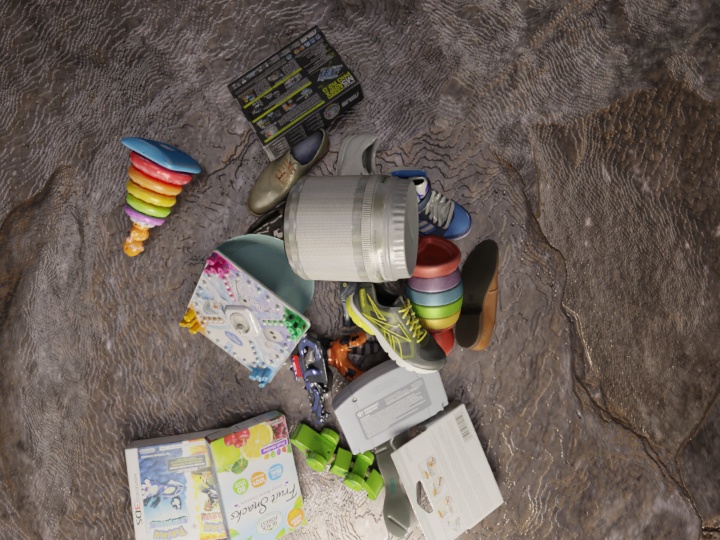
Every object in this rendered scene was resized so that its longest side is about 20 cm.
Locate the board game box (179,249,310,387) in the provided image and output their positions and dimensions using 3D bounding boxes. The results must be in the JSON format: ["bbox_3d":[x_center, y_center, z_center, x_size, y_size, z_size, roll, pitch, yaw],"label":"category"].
[{"bbox_3d":[-0.205,0.091,0.918,0.198,0.026,0.201,37,130,-2],"label":"board game box"}]

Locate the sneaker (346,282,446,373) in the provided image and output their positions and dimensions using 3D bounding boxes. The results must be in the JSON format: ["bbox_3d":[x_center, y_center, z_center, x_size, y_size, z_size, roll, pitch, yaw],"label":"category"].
[{"bbox_3d":[0.065,0.090,0.888,0.198,0.075,0.085,36,130,5],"label":"sneaker"}]

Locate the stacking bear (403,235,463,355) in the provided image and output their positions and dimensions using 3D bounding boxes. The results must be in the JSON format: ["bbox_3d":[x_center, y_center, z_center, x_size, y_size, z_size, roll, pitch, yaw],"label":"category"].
[{"bbox_3d":[0.126,0.062,0.947,0.120,0.112,0.206,-26,121,-35],"label":"stacking bear"}]

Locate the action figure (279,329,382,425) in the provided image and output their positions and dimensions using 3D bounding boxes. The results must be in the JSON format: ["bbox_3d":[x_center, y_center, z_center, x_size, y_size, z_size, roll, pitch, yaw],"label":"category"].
[{"bbox_3d":[-0.050,0.176,0.977,0.187,0.105,0.206,3,119,3],"label":"action figure"}]

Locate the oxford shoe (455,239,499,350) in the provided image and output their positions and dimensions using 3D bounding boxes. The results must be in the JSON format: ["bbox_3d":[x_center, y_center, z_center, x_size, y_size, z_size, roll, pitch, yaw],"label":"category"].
[{"bbox_3d":[0.225,0.046,0.994,0.070,0.070,0.206,19,81,-41],"label":"oxford shoe"}]

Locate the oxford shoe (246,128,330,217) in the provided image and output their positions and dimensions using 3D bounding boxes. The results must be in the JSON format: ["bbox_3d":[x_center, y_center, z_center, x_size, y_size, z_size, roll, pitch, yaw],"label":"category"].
[{"bbox_3d":[-0.133,-0.180,0.953,0.070,0.074,0.201,40,89,-3],"label":"oxford shoe"}]

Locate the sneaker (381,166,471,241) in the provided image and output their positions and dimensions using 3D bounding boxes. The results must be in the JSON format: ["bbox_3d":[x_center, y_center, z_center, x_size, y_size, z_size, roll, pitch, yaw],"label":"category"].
[{"bbox_3d":[0.116,-0.115,0.930,0.195,0.147,0.083,20,82,-2],"label":"sneaker"}]

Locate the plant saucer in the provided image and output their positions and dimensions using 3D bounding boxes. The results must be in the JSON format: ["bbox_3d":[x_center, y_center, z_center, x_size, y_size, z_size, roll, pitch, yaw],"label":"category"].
[{"bbox_3d":[-0.177,0.015,0.945,0.194,0.039,0.206,-2,125,-2],"label":"plant saucer"}]

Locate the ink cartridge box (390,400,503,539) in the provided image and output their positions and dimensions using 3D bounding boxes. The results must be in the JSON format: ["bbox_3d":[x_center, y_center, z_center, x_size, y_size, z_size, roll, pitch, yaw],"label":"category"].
[{"bbox_3d":[0.153,0.372,0.974,0.170,0.043,0.205,-25,94,-21],"label":"ink cartridge box"}]

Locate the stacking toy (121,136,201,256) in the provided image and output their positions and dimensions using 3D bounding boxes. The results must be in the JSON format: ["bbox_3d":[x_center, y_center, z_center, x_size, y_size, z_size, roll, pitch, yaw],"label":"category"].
[{"bbox_3d":[-0.369,-0.119,0.938,0.114,0.110,0.205,25,101,12],"label":"stacking toy"}]

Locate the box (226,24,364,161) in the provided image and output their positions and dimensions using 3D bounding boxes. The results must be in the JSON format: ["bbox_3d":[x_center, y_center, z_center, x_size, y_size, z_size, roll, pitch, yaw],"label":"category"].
[{"bbox_3d":[-0.114,-0.310,0.935,0.197,0.044,0.162,-34,68,-1],"label":"box"}]

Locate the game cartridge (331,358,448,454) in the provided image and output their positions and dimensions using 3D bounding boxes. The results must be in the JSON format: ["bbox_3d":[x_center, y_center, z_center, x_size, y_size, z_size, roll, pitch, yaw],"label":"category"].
[{"bbox_3d":[0.052,0.226,0.942,0.196,0.041,0.136,-25,120,-8],"label":"game cartridge"}]

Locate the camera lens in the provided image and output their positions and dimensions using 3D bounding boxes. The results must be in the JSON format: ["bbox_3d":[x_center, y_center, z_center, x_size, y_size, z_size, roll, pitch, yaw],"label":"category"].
[{"bbox_3d":[-0.015,-0.065,0.840,0.193,0.160,0.166,2,92,15],"label":"camera lens"}]

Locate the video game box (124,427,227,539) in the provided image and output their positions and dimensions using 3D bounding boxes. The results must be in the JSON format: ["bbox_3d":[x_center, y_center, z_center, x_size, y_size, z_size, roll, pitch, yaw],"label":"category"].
[{"bbox_3d":[-0.314,0.394,0.974,0.193,0.047,0.189,-7,94,-3],"label":"video game box"}]

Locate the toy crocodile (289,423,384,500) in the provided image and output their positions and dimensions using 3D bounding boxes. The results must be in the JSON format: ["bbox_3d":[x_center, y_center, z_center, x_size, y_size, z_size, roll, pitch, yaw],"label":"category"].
[{"bbox_3d":[-0.041,0.349,0.984,0.196,0.062,0.068,30,48,-3],"label":"toy crocodile"}]

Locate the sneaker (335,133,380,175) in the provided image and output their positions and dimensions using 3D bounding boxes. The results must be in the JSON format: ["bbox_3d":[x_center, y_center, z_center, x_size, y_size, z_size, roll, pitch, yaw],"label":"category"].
[{"bbox_3d":[-0.009,-0.142,0.939,0.074,0.087,0.207,12,85,-41],"label":"sneaker"}]

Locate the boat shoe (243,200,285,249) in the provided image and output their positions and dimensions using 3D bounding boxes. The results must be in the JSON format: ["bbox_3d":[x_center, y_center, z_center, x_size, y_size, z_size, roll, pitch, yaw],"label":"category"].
[{"bbox_3d":[-0.127,-0.088,0.961,0.196,0.065,0.073,-30,92,-3],"label":"boat shoe"}]

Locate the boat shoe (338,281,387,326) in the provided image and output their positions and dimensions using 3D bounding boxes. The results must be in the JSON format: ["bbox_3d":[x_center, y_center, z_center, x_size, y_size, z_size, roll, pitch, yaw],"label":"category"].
[{"bbox_3d":[0.000,0.000,0.967,0.088,0.071,0.207,-6,93,-5],"label":"boat shoe"}]

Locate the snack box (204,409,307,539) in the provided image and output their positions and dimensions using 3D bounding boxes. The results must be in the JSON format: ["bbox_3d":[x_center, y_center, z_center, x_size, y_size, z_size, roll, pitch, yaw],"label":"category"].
[{"bbox_3d":[-0.183,0.372,0.951,0.139,0.053,0.207,-13,93,-29],"label":"snack box"}]

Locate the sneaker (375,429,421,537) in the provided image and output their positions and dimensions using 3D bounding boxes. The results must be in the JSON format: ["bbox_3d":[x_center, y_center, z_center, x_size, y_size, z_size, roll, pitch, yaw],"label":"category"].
[{"bbox_3d":[0.075,0.371,0.988,0.069,0.080,0.207,-11,72,28],"label":"sneaker"}]
